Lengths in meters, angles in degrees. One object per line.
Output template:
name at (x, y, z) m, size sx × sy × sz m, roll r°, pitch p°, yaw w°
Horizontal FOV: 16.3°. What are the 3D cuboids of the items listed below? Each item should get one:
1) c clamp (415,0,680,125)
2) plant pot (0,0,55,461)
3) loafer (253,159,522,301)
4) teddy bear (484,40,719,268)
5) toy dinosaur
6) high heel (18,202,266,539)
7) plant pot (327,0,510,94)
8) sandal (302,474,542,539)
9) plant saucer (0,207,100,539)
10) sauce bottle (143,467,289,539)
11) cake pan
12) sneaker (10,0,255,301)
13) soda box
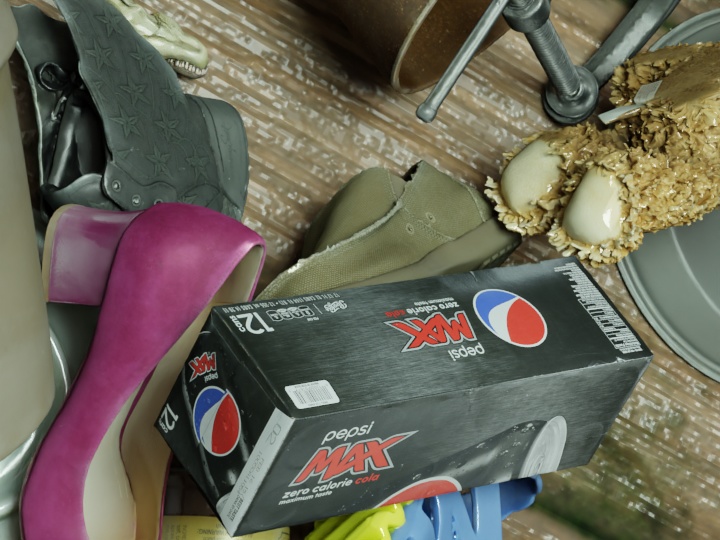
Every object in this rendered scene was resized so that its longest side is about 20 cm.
c clamp at (0.099, -0.120, 1.140) m, size 0.027 × 0.200 × 0.171 m, roll 36°, pitch 92°, yaw 21°
plant pot at (-0.197, -0.008, 0.921) m, size 0.200 × 0.200 × 0.174 m, roll -33°, pitch 114°, yaw -25°
loafer at (0.000, 0.000, 1.090) m, size 0.067 × 0.076 × 0.200 m, roll 44°, pitch 25°, yaw 12°
teddy bear at (0.154, -0.057, 1.128) m, size 0.200 × 0.145 × 0.067 m, roll -37°, pitch 117°, yaw -34°
toy dinosaur at (-0.120, -0.171, 1.080) m, size 0.047 × 0.088 × 0.200 m, roll -28°, pitch 93°, yaw -25°
high heel at (-0.080, 0.072, 1.008) m, size 0.067 × 0.096 × 0.201 m, roll -5°, pitch 101°, yaw -57°
plant pot at (0.013, -0.215, 1.111) m, size 0.187 × 0.187 × 0.200 m, roll -40°, pitch 79°, yaw -24°
sandal at (0.027, 0.112, 1.071) m, size 0.087 × 0.079 × 0.200 m, roll 41°, pitch 42°, yaw -12°
plant saucer at (-0.176, 0.055, 1.038) m, size 0.200 × 0.050 × 0.201 m, roll 4°, pitch 79°, yaw -23°
sauce bottle at (-0.066, 0.186, 1.060) m, size 0.065 × 0.065 × 0.201 m, roll 8°, pitch 80°, yaw -23°
cake pan at (0.214, -0.038, 1.238) m, size 0.200 × 0.037 × 0.201 m, roll 4°, pitch 79°, yaw -24°
sneaker at (-0.096, -0.018, 1.066) m, size 0.104 × 0.060 × 0.200 m, roll 12°, pitch 66°, yaw -45°
soda box at (0.021, 0.048, 1.007) m, size 0.200 × 0.071 × 0.063 m, roll -7°, pitch 47°, yaw -40°
